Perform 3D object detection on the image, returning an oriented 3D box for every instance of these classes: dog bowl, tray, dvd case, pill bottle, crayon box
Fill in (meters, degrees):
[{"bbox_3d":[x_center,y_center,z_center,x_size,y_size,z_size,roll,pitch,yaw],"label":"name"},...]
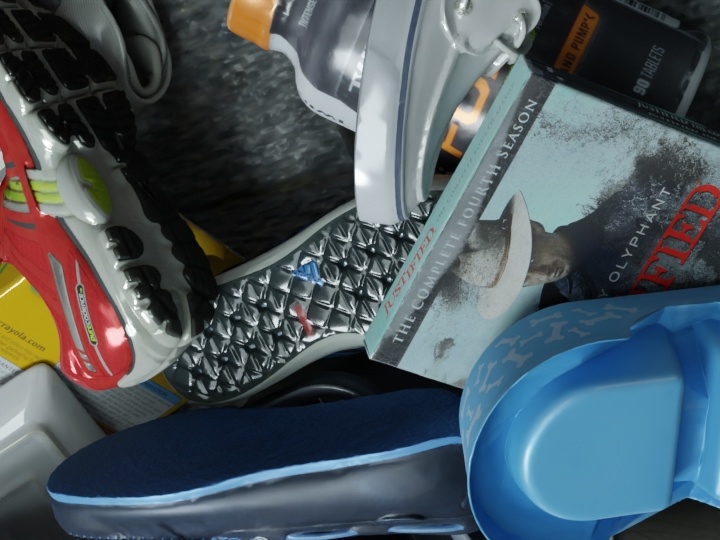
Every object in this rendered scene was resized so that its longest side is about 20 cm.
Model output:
[{"bbox_3d":[0.133,0.059,0.917,0.200,0.050,0.112,-7,121,-14],"label":"dog bowl"},{"bbox_3d":[-0.148,0.144,1.117,0.107,0.022,0.200,-33,124,1],"label":"tray"},{"bbox_3d":[0.120,0.005,0.931,0.200,0.022,0.146,20,115,-21],"label":"dvd case"},{"bbox_3d":[0.044,-0.097,0.975,0.200,0.106,0.106,25,121,3],"label":"pill bottle"},{"bbox_3d":[-0.137,0.027,1.093,0.200,0.052,0.126,-35,132,23],"label":"crayon box"}]

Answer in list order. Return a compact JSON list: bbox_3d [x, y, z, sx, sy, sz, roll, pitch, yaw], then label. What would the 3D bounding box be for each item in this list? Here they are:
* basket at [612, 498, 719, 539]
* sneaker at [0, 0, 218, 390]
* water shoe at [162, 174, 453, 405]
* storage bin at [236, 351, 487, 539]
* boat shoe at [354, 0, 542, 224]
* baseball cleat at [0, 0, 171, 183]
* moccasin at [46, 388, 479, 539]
[{"bbox_3d":[0.234,0.148,1.029,0.200,0.136,0.180,-10,147,15],"label":"basket"},{"bbox_3d":[-0.143,-0.037,0.983,0.085,0.077,0.200,-36,71,28],"label":"sneaker"},{"bbox_3d":[0.000,0.000,0.994,0.200,0.079,0.072,-18,98,23],"label":"water shoe"},{"bbox_3d":[0.009,0.122,1.085,0.145,0.134,0.200,-26,106,27],"label":"storage bin"},{"bbox_3d":[0.044,-0.113,0.886,0.065,0.074,0.200,13,91,7],"label":"boat shoe"},{"bbox_3d":[-0.147,-0.067,1.067,0.106,0.070,0.200,18,122,22],"label":"baseball cleat"},{"bbox_3d":[-0.041,0.104,0.967,0.200,0.080,0.068,-5,119,21],"label":"moccasin"}]
